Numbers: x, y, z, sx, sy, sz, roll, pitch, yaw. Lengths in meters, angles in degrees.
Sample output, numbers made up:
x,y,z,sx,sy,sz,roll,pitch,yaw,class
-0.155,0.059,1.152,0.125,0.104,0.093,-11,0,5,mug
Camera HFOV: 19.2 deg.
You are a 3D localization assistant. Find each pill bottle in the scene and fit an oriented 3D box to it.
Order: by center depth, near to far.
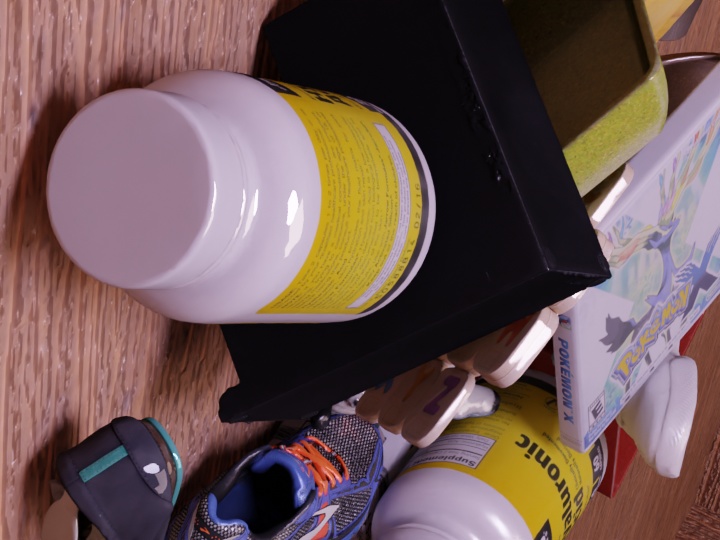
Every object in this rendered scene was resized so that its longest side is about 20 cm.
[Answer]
x,y,z,sx,sy,sz,roll,pitch,yaw,class
-0.053,-0.032,0.964,0.200,0.111,0.112,1,110,-65,pill bottle
0.074,0.156,1.359,0.200,0.111,0.112,-46,153,-50,pill bottle

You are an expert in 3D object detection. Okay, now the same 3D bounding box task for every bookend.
x,y,z,sx,sy,sz,roll,pitch,yaw,class
-0.004,-0.048,1.114,0.200,0.199,0.092,-27,166,23,bookend

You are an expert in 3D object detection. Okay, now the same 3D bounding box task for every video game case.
x,y,z,sx,sy,sz,roll,pitch,yaw,class
0.182,-0.011,1.304,0.200,0.022,0.183,-45,147,-28,video game case

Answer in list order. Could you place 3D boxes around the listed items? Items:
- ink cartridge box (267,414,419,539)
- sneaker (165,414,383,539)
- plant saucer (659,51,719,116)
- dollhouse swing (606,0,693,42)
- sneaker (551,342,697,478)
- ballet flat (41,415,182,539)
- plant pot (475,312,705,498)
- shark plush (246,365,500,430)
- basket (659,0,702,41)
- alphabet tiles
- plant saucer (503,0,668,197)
x,y,z,sx,sy,sz,roll,pitch,yaw,class
-0.015,0.152,1.416,0.200,0.084,0.146,-57,160,-34,ink cartridge box
-0.043,0.135,1.265,0.200,0.075,0.079,-37,161,-50,sneaker
0.191,-0.071,1.372,0.201,0.200,0.037,94,-16,-47,plant saucer
0.165,-0.233,1.357,0.176,0.182,0.200,-15,153,-47,dollhouse swing
0.172,0.069,1.415,0.200,0.088,0.075,-90,-171,-62,sneaker
-0.132,0.144,1.083,0.073,0.073,0.200,-56,166,-35,ballet flat
0.158,0.020,1.637,0.200,0.176,0.200,-59,162,-26,plant pot
0.007,0.069,1.334,0.200,0.083,0.091,-31,122,-32,shark plush
0.217,-0.278,1.526,0.180,0.136,0.200,-81,-170,-65,basket
0.071,0.011,1.206,0.196,0.015,0.200,-52,-162,-7,alphabet tiles
0.097,-0.087,1.217,0.200,0.048,0.200,-40,-154,23,plant saucer
